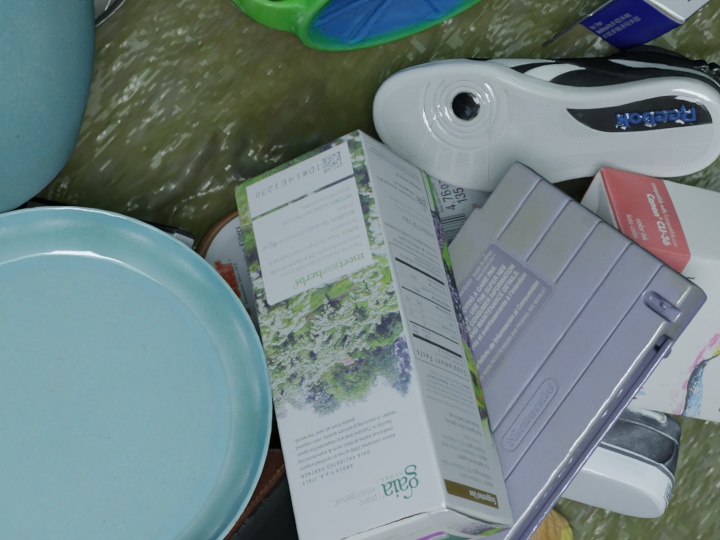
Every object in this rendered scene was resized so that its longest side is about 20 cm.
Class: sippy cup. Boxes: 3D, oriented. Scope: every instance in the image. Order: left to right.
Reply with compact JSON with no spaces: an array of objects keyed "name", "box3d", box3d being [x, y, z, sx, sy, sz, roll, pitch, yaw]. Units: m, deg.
[{"name":"sippy cup","box3d":[0.006,-0.211,0.890,0.177,0.139,0.131,-10,75,-47]}]

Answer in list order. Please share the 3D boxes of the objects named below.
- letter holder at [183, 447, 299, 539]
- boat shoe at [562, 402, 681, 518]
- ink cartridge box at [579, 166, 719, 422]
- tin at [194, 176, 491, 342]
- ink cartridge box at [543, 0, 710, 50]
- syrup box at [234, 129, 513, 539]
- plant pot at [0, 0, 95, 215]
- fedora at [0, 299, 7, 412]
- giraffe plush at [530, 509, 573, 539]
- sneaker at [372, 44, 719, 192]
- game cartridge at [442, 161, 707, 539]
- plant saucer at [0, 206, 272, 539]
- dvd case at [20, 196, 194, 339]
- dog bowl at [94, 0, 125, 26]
[{"name":"letter holder","box3d":[-0.105,0.191,0.796,0.200,0.142,0.101,-48,118,-31]},{"name":"boat shoe","box3d":[0.090,0.078,0.914,0.199,0.072,0.068,19,64,3]},{"name":"ink cartridge box","box3d":[0.206,0.023,0.892,0.199,0.068,0.117,10,131,-18]},{"name":"tin","box3d":[0.000,0.000,0.895,0.199,0.042,0.112,-13,55,-9]},{"name":"ink cartridge box","box3d":[0.205,-0.184,0.926,0.200,0.099,0.039,-37,94,-7]},{"name":"syrup box","box3d":[0.005,0.041,0.786,0.079,0.081,0.201,-23,66,23]},{"name":"plant pot","box3d":[-0.211,-0.100,0.777,0.200,0.200,0.135,-31,128,-8]},{"name":"fedora","box3d":[-0.255,0.061,0.835,0.200,0.092,0.201,-6,65,13]},{"name":"giraffe plush","box3d":[0.060,0.212,0.854,0.172,0.162,0.201,-10,88,-9]},{"name":"sneaker","box3d":[0.114,-0.092,0.919,0.199,0.112,0.073,5,109,14]},{"name":"game cartridge","box3d":[0.069,0.057,0.812,0.130,0.038,0.200,40,98,36]},{"name":"plant saucer","box3d":[-0.143,0.066,0.758,0.199,0.027,0.201,4,67,-10]},{"name":"dvd case","box3d":[-0.167,0.064,0.851,0.018,0.142,0.201,22,83,-46]},{"name":"dog bowl","box3d":[-0.210,-0.211,0.888,0.199,0.059,0.201,0,88,-8]}]
